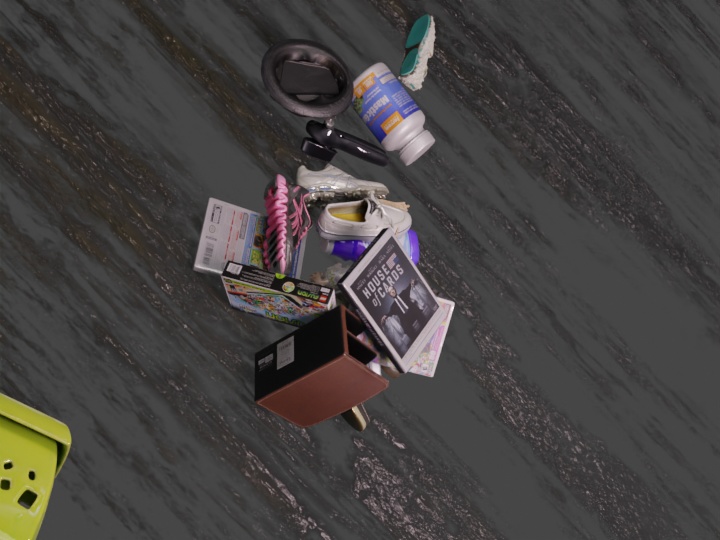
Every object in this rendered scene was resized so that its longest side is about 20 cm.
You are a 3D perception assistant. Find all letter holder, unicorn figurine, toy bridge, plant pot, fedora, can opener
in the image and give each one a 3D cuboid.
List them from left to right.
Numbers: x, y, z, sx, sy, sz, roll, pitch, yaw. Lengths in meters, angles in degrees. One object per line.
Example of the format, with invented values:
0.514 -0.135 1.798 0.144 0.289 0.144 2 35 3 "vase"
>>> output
-0.517 0.285 1.130 0.196 0.200 0.184 27 51 -12 "plant pot"
-0.115 -0.373 1.667 0.197 0.092 0.205 9 65 -19 "fedora"
-0.064 0.171 1.396 0.142 0.198 0.102 38 33 -39 "letter holder"
-0.028 -0.260 1.685 0.197 0.079 0.064 11 40 -29 "can opener"
0.000 0.000 1.506 0.197 0.137 0.075 -28 90 2 "unicorn figurine"
0.015 -0.118 1.635 0.197 0.067 0.028 -11 72 -29 "toy bridge"

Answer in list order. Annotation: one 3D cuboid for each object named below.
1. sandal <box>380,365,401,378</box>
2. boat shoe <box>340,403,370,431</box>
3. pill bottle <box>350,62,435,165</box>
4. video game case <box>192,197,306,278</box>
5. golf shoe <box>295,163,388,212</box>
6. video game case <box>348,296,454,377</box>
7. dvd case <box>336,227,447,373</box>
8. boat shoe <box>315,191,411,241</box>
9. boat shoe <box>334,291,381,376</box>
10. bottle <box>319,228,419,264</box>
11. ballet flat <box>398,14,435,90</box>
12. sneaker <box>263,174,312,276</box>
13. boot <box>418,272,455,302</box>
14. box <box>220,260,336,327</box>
0.086 0.114 1.565 0.081 0.055 0.202 37 45 -12 "sandal"
-0.034 0.190 1.475 0.065 0.072 0.203 -28 78 -27 "boat shoe"
0.066 -0.326 1.723 0.112 0.112 0.201 -36 86 -33 "pill bottle"
-0.201 -0.040 1.516 0.196 0.018 0.146 17 62 -18 "video game case"
-0.037 -0.177 1.634 0.196 0.078 0.099 -2 63 -28 "golf shoe"
0.065 0.102 1.469 0.197 0.018 0.146 16 93 -23 "video game case"
0.058 0.051 1.407 0.151 0.025 0.201 -49 114 -33 "dvd case"
0.016 -0.109 1.547 0.198 0.087 0.076 -1 54 -23 "boat shoe"
-0.006 0.131 1.526 0.061 0.072 0.204 -12 68 -5 "boat shoe"
0.018 -0.048 1.607 0.196 0.065 0.085 6 67 -24 "bottle"
0.134 -0.492 1.867 0.071 0.072 0.203 26 62 -13 "ballet flat"
-0.127 -0.078 1.512 0.094 0.079 0.204 14 64 -33 "sneaker"
0.099 0.064 1.528 0.131 0.070 0.199 39 38 13 "boot"
-0.137 0.049 1.415 0.196 0.111 0.035 14 58 13 "box"
